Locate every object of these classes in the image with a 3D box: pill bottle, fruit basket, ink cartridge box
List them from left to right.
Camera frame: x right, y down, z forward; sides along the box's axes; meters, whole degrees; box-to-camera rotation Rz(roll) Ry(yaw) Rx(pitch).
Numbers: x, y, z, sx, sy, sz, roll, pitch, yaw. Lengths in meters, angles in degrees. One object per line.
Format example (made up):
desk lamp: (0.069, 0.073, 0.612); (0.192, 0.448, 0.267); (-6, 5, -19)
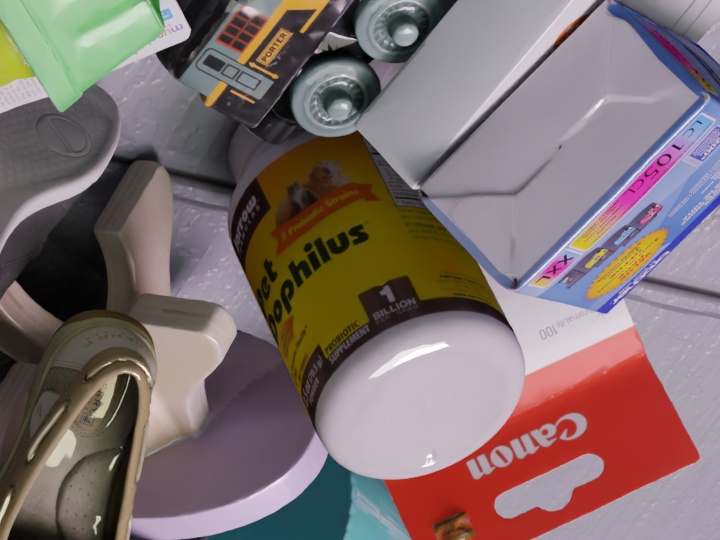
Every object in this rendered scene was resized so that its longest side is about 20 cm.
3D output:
fruit basket: (-0.197, -0.131, 1.336); (0.199, 0.094, 0.186); (-16, 140, 12)
pill bottle: (0.000, 0.000, 1.509); (0.109, 0.200, 0.110); (-15, 138, -14)
ink cartridge box: (0.066, 0.041, 1.587); (0.162, 0.201, 0.057); (-25, 147, -3)
ink cartridge box: (0.128, -0.052, 1.495); (0.136, 0.076, 0.200); (-45, 164, 12)

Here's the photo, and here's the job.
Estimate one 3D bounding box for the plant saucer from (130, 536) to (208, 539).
plant saucer: (-0.179, 0.143, 1.571); (0.199, 0.200, 0.036); (-1, 105, -27)

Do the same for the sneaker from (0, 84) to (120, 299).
sneaker: (-0.185, -0.017, 1.440); (0.071, 0.200, 0.099); (32, 132, 2)

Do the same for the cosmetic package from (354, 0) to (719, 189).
cosmetic package: (0.103, -0.114, 1.499); (0.151, 0.052, 0.200); (-52, 160, 23)

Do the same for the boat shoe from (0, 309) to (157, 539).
boat shoe: (-0.142, 0.120, 1.429); (0.073, 0.063, 0.202); (16, 108, -17)

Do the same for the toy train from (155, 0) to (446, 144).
toy train: (-0.014, -0.149, 1.445); (0.114, 0.085, 0.200); (25, 118, -31)

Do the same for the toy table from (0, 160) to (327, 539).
toy table: (-0.123, 0.049, 1.530); (0.199, 0.185, 0.117); (-3, 139, 24)

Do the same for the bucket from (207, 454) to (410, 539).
bucket: (-0.057, 0.173, 1.666); (0.207, 0.208, 0.135); (-31, 137, 5)
